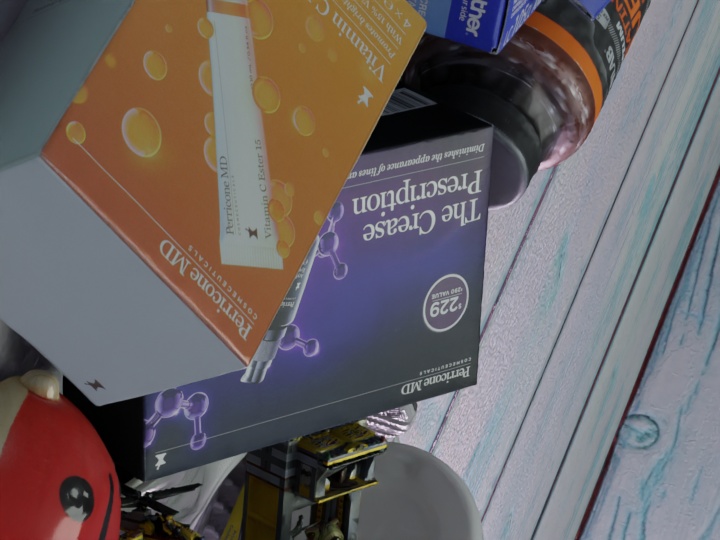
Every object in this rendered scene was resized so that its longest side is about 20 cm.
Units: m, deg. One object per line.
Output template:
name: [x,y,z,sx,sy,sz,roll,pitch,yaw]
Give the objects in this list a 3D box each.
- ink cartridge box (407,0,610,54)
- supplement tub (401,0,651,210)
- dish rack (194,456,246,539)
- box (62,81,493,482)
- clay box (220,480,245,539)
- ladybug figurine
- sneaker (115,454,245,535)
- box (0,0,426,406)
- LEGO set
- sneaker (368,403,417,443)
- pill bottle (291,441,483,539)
ink cartridge box: [0.028,-0.174,1.182,0.136,0.200,0.076,-49,153,-59]
supplement tub: [0.088,-0.125,1.289,0.107,0.107,0.200,90,22,-52]
dish rack: [-0.086,0.140,1.466,0.172,0.044,0.200,68,41,-72]
box: [-0.038,0.002,1.162,0.200,0.079,0.141,-15,120,-35]
clay box: [-0.045,0.166,1.471,0.200,0.048,0.115,69,42,-68]
ladybug figurine: [-0.157,0.143,1.103,0.136,0.072,0.200,-32,137,-71]
sneaker: [-0.086,0.057,1.290,0.116,0.074,0.200,91,21,-59]
box: [-0.076,-0.064,0.999,0.124,0.097,0.200,47,50,-26]
LEGO set: [-0.028,0.132,1.190,0.200,0.154,0.116,-9,113,-37]
sneaker: [0.010,0.041,1.483,0.200,0.078,0.112,108,3,-79]
pill bottle: [0.017,0.187,1.399,0.200,0.113,0.113,80,29,-60]
